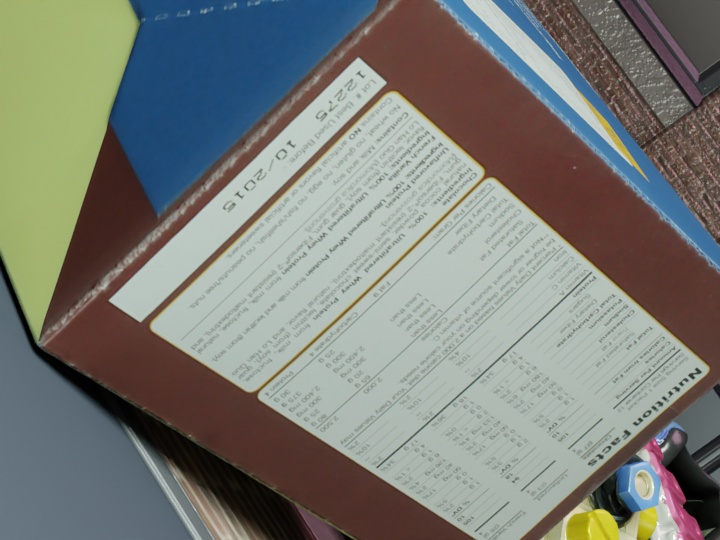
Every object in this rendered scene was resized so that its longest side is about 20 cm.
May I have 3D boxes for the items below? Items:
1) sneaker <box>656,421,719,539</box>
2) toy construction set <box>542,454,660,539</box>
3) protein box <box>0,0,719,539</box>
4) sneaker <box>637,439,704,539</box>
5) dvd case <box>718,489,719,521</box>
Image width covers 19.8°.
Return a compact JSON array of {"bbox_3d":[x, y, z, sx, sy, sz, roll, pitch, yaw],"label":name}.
[{"bbox_3d":[0.145,0.142,1.065,0.089,0.079,0.201,22,-34,33],"label":"sneaker"},{"bbox_3d":[0.066,0.120,0.756,0.200,0.092,0.132,41,52,-44],"label":"toy construction set"},{"bbox_3d":[-0.011,-0.041,0.631,0.200,0.135,0.199,37,15,-43],"label":"protein box"},{"bbox_3d":[0.087,0.093,0.888,0.201,0.087,0.074,67,10,25],"label":"sneaker"},{"bbox_3d":[0.169,0.208,0.877,0.146,0.022,0.202,-45,129,-77],"label":"dvd case"}]
